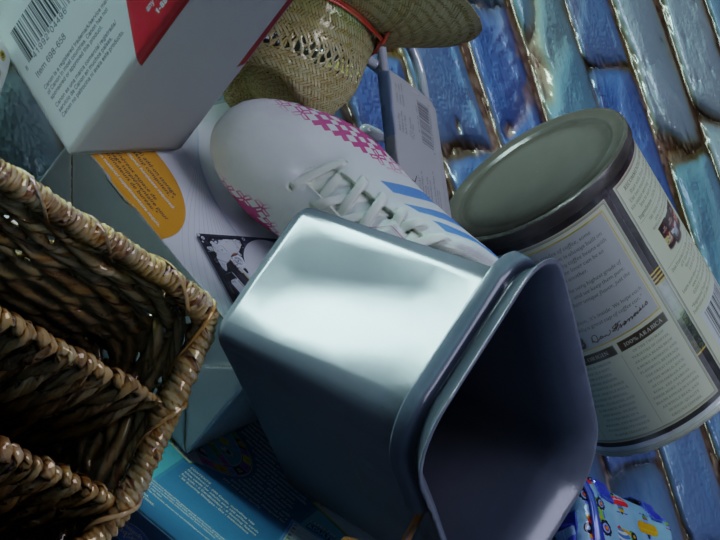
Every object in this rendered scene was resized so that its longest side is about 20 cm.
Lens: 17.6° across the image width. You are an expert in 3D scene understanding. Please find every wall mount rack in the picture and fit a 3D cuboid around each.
[{"bbox_3d":[-0.005,-0.072,1.473,0.173,0.074,0.202,32,44,-52],"label":"wall mount rack"}]

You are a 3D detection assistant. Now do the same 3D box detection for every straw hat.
[{"bbox_3d":[-0.036,-0.121,1.249,0.201,0.200,0.086,28,75,-50],"label":"straw hat"}]

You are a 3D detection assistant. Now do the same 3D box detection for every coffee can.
[{"bbox_3d":[0.169,0.009,1.638,0.201,0.146,0.147,57,31,-23],"label":"coffee can"}]

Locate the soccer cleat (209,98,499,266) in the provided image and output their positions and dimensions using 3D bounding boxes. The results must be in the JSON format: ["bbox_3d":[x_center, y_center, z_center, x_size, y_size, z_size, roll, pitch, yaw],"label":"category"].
[{"bbox_3d":[0.013,-0.020,1.180,0.199,0.070,0.086,36,0,-12],"label":"soccer cleat"}]

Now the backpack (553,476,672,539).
[{"bbox_3d":[0.094,0.204,1.396,0.200,0.134,0.184,31,45,-45],"label":"backpack"}]

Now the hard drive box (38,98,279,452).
[{"bbox_3d":[-0.065,-0.008,1.242,0.156,0.077,0.200,49,31,12],"label":"hard drive box"}]

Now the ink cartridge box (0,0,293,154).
[{"bbox_3d":[-0.131,-0.180,1.170,0.083,0.144,0.201,-6,55,-51],"label":"ink cartridge box"}]

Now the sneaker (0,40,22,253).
[{"bbox_3d":[-0.188,-0.055,1.137,0.201,0.073,0.116,56,34,-20],"label":"sneaker"}]

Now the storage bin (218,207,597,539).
[{"bbox_3d":[0.016,0.070,1.112,0.146,0.134,0.200,-56,151,-22],"label":"storage bin"}]

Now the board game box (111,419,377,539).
[{"bbox_3d":[-0.059,0.120,1.199,0.151,0.047,0.200,38,27,11],"label":"board game box"}]

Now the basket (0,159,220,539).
[{"bbox_3d":[-0.172,0.056,1.012,0.200,0.148,0.144,36,42,-46],"label":"basket"}]
